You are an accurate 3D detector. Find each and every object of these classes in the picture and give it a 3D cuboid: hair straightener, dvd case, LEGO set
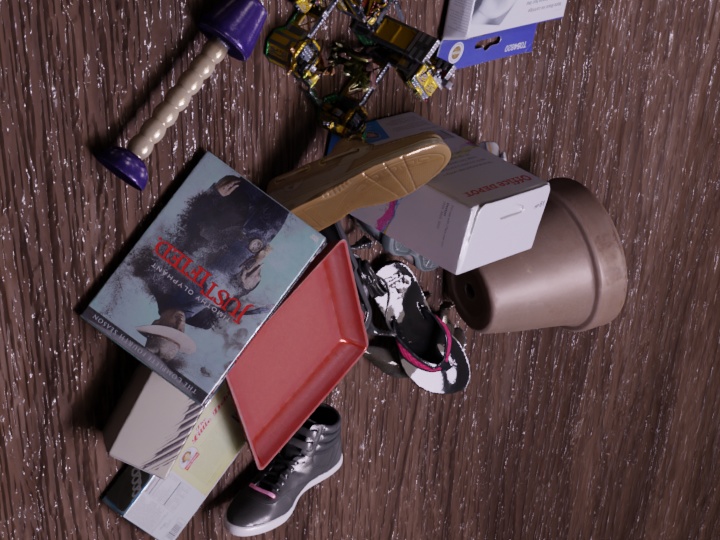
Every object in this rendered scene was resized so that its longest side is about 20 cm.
[{"bbox_3d":[0.000,0.000,1.707,0.077,0.041,0.200,-51,130,-21],"label":"hair straightener"},{"bbox_3d":[-0.147,0.007,1.457,0.200,0.146,0.022,-53,179,-10],"label":"dvd case"},{"bbox_3d":[0.010,-0.204,1.521,0.154,0.116,0.200,-51,147,-15],"label":"LEGO set"}]

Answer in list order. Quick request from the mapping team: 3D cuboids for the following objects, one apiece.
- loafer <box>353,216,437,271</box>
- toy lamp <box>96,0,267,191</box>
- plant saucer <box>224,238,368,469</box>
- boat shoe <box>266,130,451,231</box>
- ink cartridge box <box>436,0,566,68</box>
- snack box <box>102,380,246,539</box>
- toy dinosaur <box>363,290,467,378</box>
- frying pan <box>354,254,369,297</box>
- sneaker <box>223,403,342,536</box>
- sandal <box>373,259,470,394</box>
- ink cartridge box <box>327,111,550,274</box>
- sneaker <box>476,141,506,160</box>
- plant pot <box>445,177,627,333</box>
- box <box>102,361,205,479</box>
[{"bbox_3d":[0.052,-0.048,1.767,0.072,0.063,0.200,-64,159,2],"label":"loafer"},{"bbox_3d":[-0.155,-0.164,1.379,0.200,0.058,0.058,-55,148,-8],"label":"toy lamp"},{"bbox_3d":[-0.075,0.086,1.645,0.200,0.037,0.200,-48,148,-26],"label":"plant saucer"},{"bbox_3d":[-0.009,-0.101,1.547,0.200,0.069,0.074,-22,149,10],"label":"boat shoe"},{"bbox_3d":[0.172,-0.320,1.730,0.199,0.041,0.200,-21,132,-46],"label":"ink cartridge box"},{"bbox_3d":[-0.180,0.191,1.650,0.200,0.037,0.116,-53,150,-11],"label":"snack box"},{"bbox_3d":[0.071,0.091,1.890,0.200,0.077,0.103,-33,126,-43],"label":"toy dinosaur"},{"bbox_3d":[-0.045,0.031,1.726,0.190,0.031,0.115,13,102,-60],"label":"frying pan"},{"bbox_3d":[-0.090,0.222,1.779,0.200,0.071,0.099,-36,140,-43],"label":"sneaker"},{"bbox_3d":[0.071,0.077,1.825,0.075,0.045,0.200,-35,118,-6],"label":"sandal"},{"bbox_3d":[0.079,-0.085,1.637,0.144,0.200,0.085,-18,129,-47],"label":"ink cartridge box"},{"bbox_3d":[0.145,-0.100,1.769,0.076,0.200,0.092,6,103,-17],"label":"sneaker"},{"bbox_3d":[0.208,0.001,1.927,0.174,0.200,0.201,-20,133,-24],"label":"plant pot"},{"bbox_3d":[-0.178,0.097,1.517,0.068,0.082,0.200,27,94,-16],"label":"box"}]
